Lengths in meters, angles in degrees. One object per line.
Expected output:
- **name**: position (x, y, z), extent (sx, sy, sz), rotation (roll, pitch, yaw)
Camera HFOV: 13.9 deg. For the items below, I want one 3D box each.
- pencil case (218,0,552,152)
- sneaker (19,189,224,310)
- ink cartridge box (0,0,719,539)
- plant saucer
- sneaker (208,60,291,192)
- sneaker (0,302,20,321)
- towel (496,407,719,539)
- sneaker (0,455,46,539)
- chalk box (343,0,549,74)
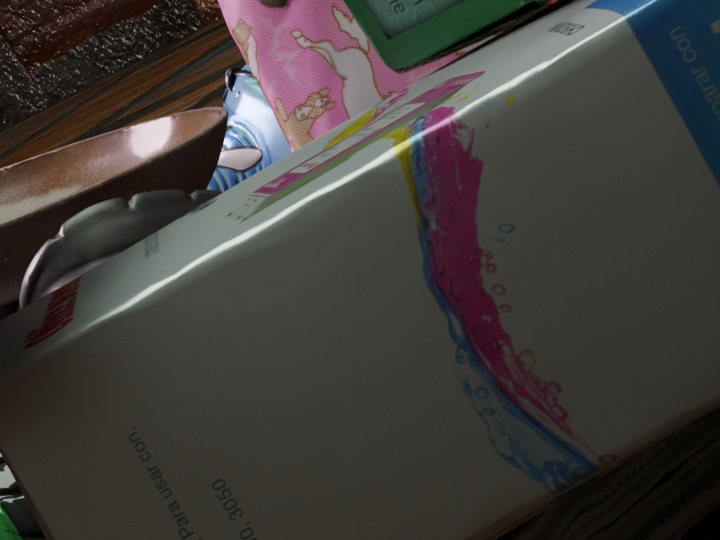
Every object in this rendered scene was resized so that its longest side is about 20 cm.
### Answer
- **pencil case**: position (0.017, -0.060, 0.811), extent (0.086, 0.200, 0.083), rotation (-27, -7, 29)
- **sneaker**: position (0.005, 0.019, 0.866), extent (0.200, 0.091, 0.076), rotation (-13, -34, -11)
- **ink cartridge box**: position (0.019, 0.005, 0.652), extent (0.200, 0.085, 0.145), rotation (-31, 6, -2)
- **plant saucer**: position (-0.136, -0.009, 1.046), extent (0.200, 0.032, 0.200), rotation (-19, 10, 3)
- **sneaker**: position (-0.036, -0.040, 1.197), extent (0.200, 0.090, 0.078), rotation (-18, -14, 36)
- **sneaker**: position (-0.078, 0.023, 1.081), extent (0.078, 0.080, 0.200), rotation (-27, 8, 23)
- **towel**: position (0.015, 0.067, 0.709), extent (0.149, 0.031, 0.200), rotation (-33, 7, -39)
- **sneaker**: position (-0.155, 0.092, 0.927), extent (0.085, 0.078, 0.200), rotation (-34, 10, -23)
- **chalk box**: position (0.037, -0.138, 0.691), extent (0.124, 0.125, 0.200), rotation (-25, 17, 29)
